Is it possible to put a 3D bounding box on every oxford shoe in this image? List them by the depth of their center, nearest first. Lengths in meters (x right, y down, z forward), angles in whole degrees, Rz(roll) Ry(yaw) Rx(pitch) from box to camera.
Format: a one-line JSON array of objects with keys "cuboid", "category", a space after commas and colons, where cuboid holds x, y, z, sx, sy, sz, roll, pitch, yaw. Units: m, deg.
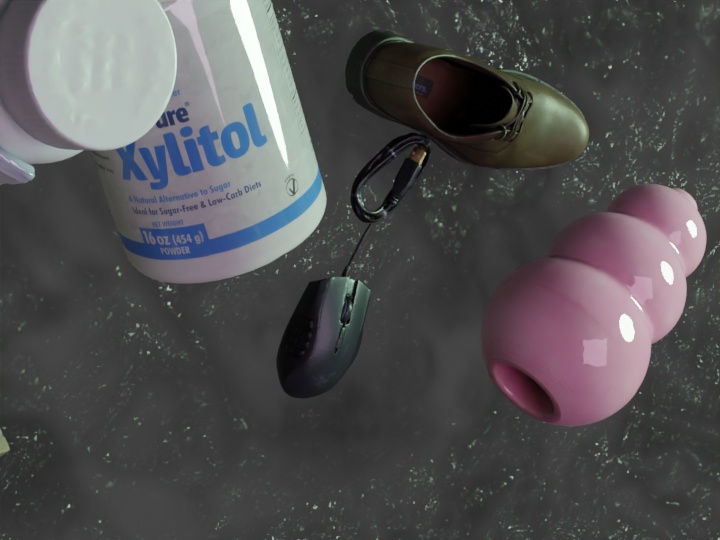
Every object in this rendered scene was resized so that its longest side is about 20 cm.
[{"cuboid": [0.089, -0.104, 1.291, 0.200, 0.084, 0.073, 11, 97, -37], "category": "oxford shoe"}]

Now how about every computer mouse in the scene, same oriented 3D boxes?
[{"cuboid": [0.000, 0.000, 1.282, 0.059, 0.034, 0.200, 16, 104, -35], "category": "computer mouse"}]

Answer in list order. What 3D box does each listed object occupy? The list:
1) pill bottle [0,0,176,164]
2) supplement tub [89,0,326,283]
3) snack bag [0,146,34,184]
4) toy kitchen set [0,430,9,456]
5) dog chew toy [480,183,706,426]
[{"cuboid": [-0.193, -0.113, 1.019, 0.109, 0.200, 0.110, -6, 99, -41], "category": "pill bottle"}, {"cuboid": [-0.105, -0.106, 1.133, 0.132, 0.132, 0.200, -29, 119, -23], "category": "supplement tub"}, {"cuboid": [-0.285, -0.081, 0.987, 0.188, 0.200, 0.021, 38, 61, -36], "category": "snack bag"}, {"cuboid": [-0.351, 0.086, 1.083, 0.163, 0.180, 0.200, 62, 26, 7], "category": "toy kitchen set"}, {"cuboid": [0.177, 0.016, 1.372, 0.200, 0.124, 0.125, -47, 125, -22], "category": "dog chew toy"}]
